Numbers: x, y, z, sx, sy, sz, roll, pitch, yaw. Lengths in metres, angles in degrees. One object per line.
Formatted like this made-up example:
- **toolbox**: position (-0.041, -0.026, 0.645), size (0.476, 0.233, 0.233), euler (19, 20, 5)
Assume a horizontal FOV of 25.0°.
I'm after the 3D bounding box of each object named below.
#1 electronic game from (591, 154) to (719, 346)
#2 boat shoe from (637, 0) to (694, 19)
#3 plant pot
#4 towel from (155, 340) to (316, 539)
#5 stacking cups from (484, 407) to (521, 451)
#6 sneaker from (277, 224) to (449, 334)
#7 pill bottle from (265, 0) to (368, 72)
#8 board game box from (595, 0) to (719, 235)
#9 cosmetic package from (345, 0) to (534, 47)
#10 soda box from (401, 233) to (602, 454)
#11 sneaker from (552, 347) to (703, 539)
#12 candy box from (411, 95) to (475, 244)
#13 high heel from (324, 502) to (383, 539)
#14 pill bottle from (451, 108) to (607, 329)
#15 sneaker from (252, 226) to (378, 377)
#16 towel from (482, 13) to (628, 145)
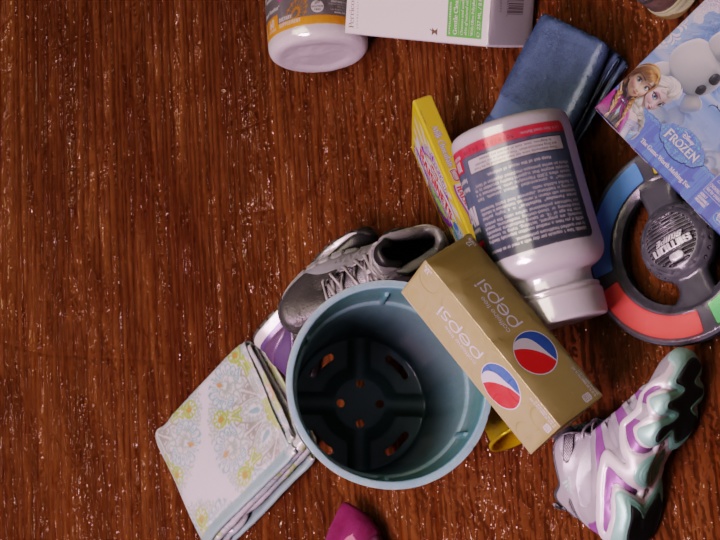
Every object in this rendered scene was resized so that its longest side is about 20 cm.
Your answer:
- **electronic game**: position (0.303, -0.027, 1.543), size (0.200, 0.042, 0.200), euler (-9, 76, 38)
- **boat shoe**: position (0.322, -0.345, 1.574), size (0.073, 0.065, 0.200), euler (23, 96, 42)
- **plant pot**: position (0.013, 0.124, 1.632), size (0.196, 0.200, 0.200), euler (133, 139, -77)
- **towel**: position (-0.144, 0.201, 1.876), size (0.200, 0.048, 0.171), euler (-46, 53, 24)
- **stacking cups**: position (0.119, 0.083, 1.654), size (0.061, 0.060, 0.200), euler (-37, 65, 29)
- **sneaker**: position (0.000, 0.000, 1.692), size (0.200, 0.115, 0.075), euler (-28, 83, -2)
- **pill bottle**: position (-0.054, -0.337, 1.857), size (0.116, 0.116, 0.200), euler (-17, 71, 37)
- **board game box**: position (0.352, -0.154, 1.500), size (0.199, 0.043, 0.200), euler (-44, 55, 8)
- **cosmetic package**: position (0.085, -0.298, 1.741), size (0.200, 0.085, 0.108), euler (10, 102, 39)
- **soda box**: position (0.130, 0.067, 1.515), size (0.200, 0.064, 0.068), euler (51, 146, 11)
- **sneaker**: position (0.235, 0.150, 1.542), size (0.140, 0.078, 0.200), euler (25, 98, 40)
- **candy box**: position (0.097, -0.075, 1.695), size (0.026, 0.102, 0.200), euler (-16, 64, -9)
- **high heel**: position (-0.048, 0.346, 1.749), size (0.200, 0.067, 0.096), euler (-43, 66, 8)
- **pill bottle**: position (0.168, -0.045, 1.565), size (0.120, 0.120, 0.200), euler (-20, 80, 36)
- **sneaker**: position (-0.028, 0.042, 1.804), size (0.088, 0.076, 0.200), euler (48, 117, 20)
- **towel**: position (0.184, -0.157, 1.666), size (0.112, 0.049, 0.200), euler (38, 107, 39)
